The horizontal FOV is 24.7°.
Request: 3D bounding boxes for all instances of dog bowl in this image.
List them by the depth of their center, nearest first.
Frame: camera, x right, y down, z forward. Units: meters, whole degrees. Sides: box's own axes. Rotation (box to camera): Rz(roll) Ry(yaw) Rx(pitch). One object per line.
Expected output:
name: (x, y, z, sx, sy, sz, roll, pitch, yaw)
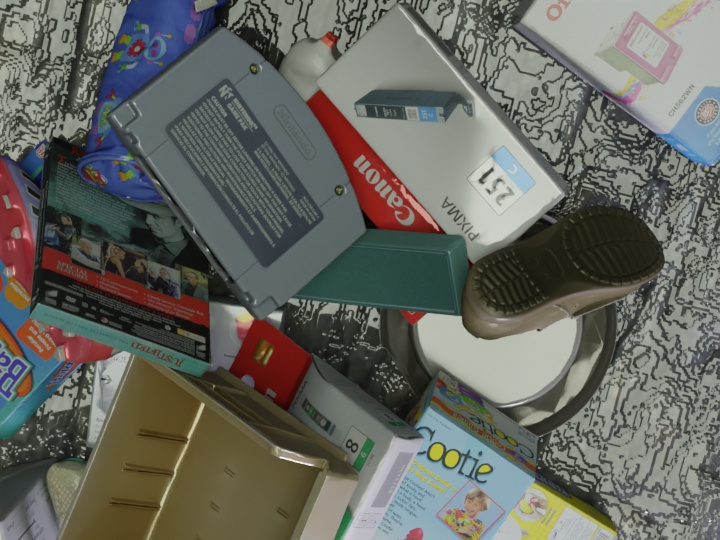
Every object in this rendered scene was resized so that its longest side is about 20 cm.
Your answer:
dog bowl: (0.114, 0.041, 1.381, 0.198, 0.059, 0.202, 0, 98, 0)

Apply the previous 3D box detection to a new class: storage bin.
storage bin: (-0.123, 0.194, 1.259, 0.093, 0.198, 0.201, 17, 99, -46)

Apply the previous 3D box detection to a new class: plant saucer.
plant saucer: (0.000, 0.000, 1.337, 0.199, 0.019, 0.070, 5, 118, 32)

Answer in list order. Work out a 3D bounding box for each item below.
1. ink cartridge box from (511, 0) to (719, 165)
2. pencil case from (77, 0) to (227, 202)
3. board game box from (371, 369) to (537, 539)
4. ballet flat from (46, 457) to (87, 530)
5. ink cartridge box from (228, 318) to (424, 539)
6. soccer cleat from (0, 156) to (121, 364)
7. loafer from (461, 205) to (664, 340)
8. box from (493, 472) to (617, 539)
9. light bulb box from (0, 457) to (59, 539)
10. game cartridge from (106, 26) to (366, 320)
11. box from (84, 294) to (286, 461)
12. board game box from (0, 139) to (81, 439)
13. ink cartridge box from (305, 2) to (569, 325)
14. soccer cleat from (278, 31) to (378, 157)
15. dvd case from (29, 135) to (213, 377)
ink cartridge box: (0.242, -0.202, 1.331, 0.199, 0.085, 0.145, 36, 97, -3)
pencil case: (-0.161, -0.156, 1.311, 0.086, 0.078, 0.202, 1, 70, 39)
board game box: (0.047, 0.200, 1.331, 0.105, 0.103, 0.201, 34, 105, -1)
ballet flat: (-0.204, 0.247, 1.383, 0.067, 0.063, 0.201, -20, 117, 20)
ink cartridge box: (-0.063, 0.148, 1.304, 0.199, 0.050, 0.162, 34, 103, 32)
soccer cleat: (-0.242, -0.011, 1.312, 0.201, 0.076, 0.067, 57, 136, 26)
loafer: (0.154, 0.003, 1.302, 0.199, 0.067, 0.077, -13, 71, -31)
box: (0.105, 0.215, 1.413, 0.199, 0.048, 0.118, 32, 98, -6)
light bulb box: (-0.304, 0.284, 1.351, 0.124, 0.198, 0.202, -11, 97, 4)
game cartridge: (-0.088, -0.079, 1.273, 0.133, 0.041, 0.201, -42, 108, -21)
box: (-0.152, 0.120, 1.405, 0.154, 0.041, 0.202, 7, 99, 0)
board game box: (-0.278, 0.017, 1.367, 0.200, 0.045, 0.152, -45, 75, 7)
ink cartridge box: (0.036, -0.080, 1.305, 0.176, 0.045, 0.200, -42, 89, 17)
soccer cleat: (0.014, -0.114, 1.360, 0.200, 0.069, 0.078, 40, 105, 1)
dvd case: (-0.186, -0.014, 1.294, 0.145, 0.201, 0.022, 21, 128, -24)
